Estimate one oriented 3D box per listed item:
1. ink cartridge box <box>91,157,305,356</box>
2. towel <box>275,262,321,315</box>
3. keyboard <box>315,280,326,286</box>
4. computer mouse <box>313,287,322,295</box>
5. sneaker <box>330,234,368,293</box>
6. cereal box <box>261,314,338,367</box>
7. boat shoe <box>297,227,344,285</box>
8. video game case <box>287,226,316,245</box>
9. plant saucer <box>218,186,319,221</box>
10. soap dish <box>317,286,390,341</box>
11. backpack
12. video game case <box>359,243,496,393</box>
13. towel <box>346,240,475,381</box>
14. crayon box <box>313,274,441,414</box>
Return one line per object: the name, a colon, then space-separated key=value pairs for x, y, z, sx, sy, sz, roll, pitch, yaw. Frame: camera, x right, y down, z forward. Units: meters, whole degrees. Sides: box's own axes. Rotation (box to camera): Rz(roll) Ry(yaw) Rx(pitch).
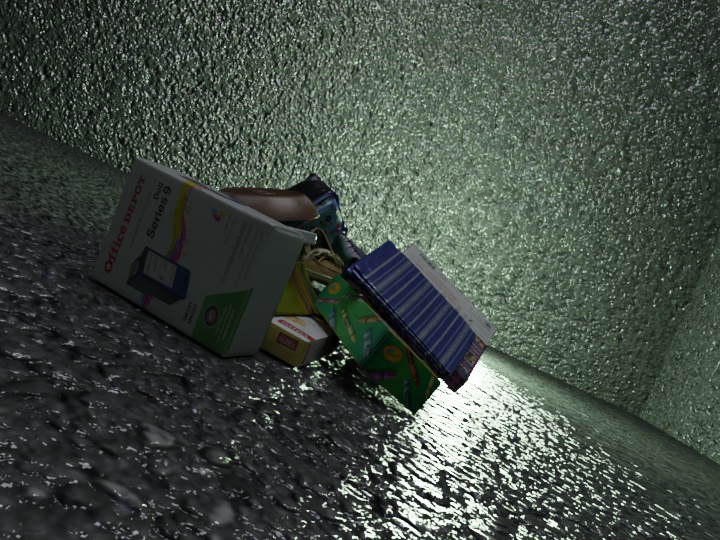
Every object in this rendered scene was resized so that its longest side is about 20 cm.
ink cartridge box: x=-0.182 y=-0.016 z=0.659 sx=0.196 sy=0.149 sz=0.087 roll=26 pitch=4 yaw=20
towel: x=-0.101 y=0.020 z=0.808 sx=0.088 sy=0.018 sz=0.200 roll=64 pitch=10 yaw=10
keyboard: x=-0.130 y=-0.015 z=1.002 sx=0.195 sy=0.011 sz=0.056 roll=27 pitch=7 yaw=-2
computer mouse: x=-0.119 y=0.051 z=1.184 sx=0.196 sy=0.047 sz=0.140 roll=25 pitch=1 yaw=-27
sneaker: x=0.000 y=0.000 z=1.018 sx=0.085 sy=0.076 sz=0.200 roll=16 pitch=16 yaw=-22
cereal box: x=-0.111 y=0.073 z=0.799 sx=0.141 sy=0.041 sz=0.200 roll=27 pitch=1 yaw=10
boat shoe: x=-0.066 y=-0.023 z=0.986 sx=0.071 sy=0.065 sz=0.201 roll=24 pitch=8 yaw=-16
video game case: x=-0.163 y=-0.064 z=0.883 sx=0.139 sy=0.019 sz=0.199 roll=12 pitch=-1 yaw=-26
plant saucer: x=-0.164 y=-0.116 z=0.993 sx=0.193 sy=0.038 sz=0.201 roll=5 pitch=11 yaw=-1
soap dish: x=0.019 y=0.081 z=1.007 sx=0.192 sy=0.084 sz=0.157 roll=7 pitch=2 yaw=-3
backpack: x=-0.112 y=-0.057 z=1.171 sx=0.134 sy=0.179 sz=0.204 roll=41 pitch=-28 yaw=41
video game case: x=0.111 y=0.063 z=0.905 sx=0.200 sy=0.036 sz=0.181 roll=46 pitch=32 yaw=5
towel: x=0.076 y=0.050 z=0.838 sx=0.201 sy=0.024 sz=0.144 roll=48 pitch=32 yaw=5
crayon box: x=0.017 y=0.095 z=0.808 sx=0.119 sy=0.058 sz=0.200 roll=45 pitch=-1 yaw=-29
